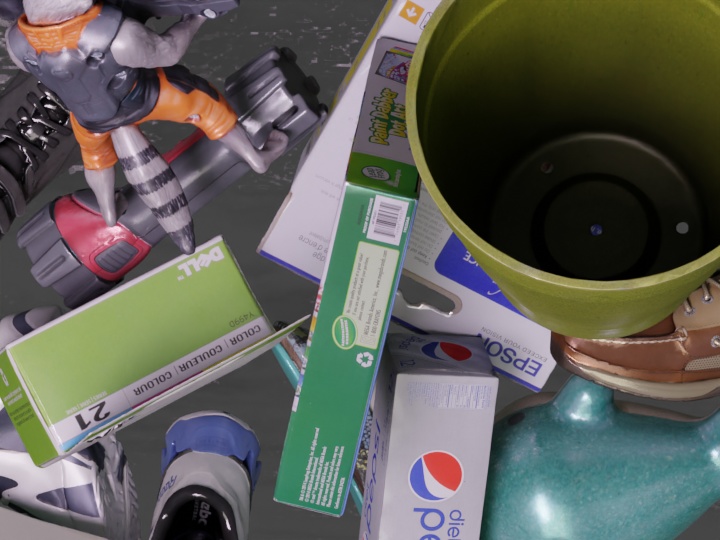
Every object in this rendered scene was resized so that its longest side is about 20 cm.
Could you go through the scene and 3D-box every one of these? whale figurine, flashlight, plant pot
[{"bbox_3d":[0.159,0.135,1.687,0.200,0.104,0.159,-13,115,16],"label":"whale figurine"},{"bbox_3d":[-0.111,-0.058,1.646,0.200,0.068,0.068,-38,89,17],"label":"flashlight"},{"bbox_3d":[0.127,-0.052,1.486,0.200,0.201,0.193,4,160,4],"label":"plant pot"}]

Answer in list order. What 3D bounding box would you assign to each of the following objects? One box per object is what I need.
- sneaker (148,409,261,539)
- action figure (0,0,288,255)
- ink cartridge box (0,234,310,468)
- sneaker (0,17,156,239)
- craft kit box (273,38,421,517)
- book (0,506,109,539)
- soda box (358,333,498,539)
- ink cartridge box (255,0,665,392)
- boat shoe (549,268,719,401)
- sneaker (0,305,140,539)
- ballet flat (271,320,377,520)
[{"bbox_3d":[-0.107,0.200,1.745,0.080,0.115,0.200,5,117,5],"label":"sneaker"},{"bbox_3d":[-0.113,-0.109,1.516,0.200,0.105,0.194,-10,137,26],"label":"action figure"},{"bbox_3d":[-0.123,0.041,1.589,0.148,0.200,0.076,-27,88,-17],"label":"ink cartridge box"},{"bbox_3d":[-0.195,-0.072,1.625,0.071,0.099,0.200,43,112,-13],"label":"sneaker"},{"bbox_3d":[0.000,0.000,1.539,0.048,0.198,0.200,14,117,2],"label":"craft kit box"},{"bbox_3d":[-0.204,0.220,1.746,0.133,0.048,0.200,16,146,20],"label":"book"},{"bbox_3d":[0.037,0.141,1.662,0.063,0.068,0.200,3,109,-9],"label":"soda box"},{"bbox_3d":[0.070,-0.054,1.639,0.197,0.047,0.200,27,118,-9],"label":"ink cartridge box"},{"bbox_3d":[0.211,0.034,1.647,0.200,0.076,0.074,4,107,-15],"label":"boat shoe"},{"bbox_3d":[-0.221,0.126,1.741,0.129,0.080,0.199,-12,116,14],"label":"sneaker"},{"bbox_3d":[0.009,0.103,1.720,0.074,0.074,0.200,-18,115,15],"label":"ballet flat"}]
